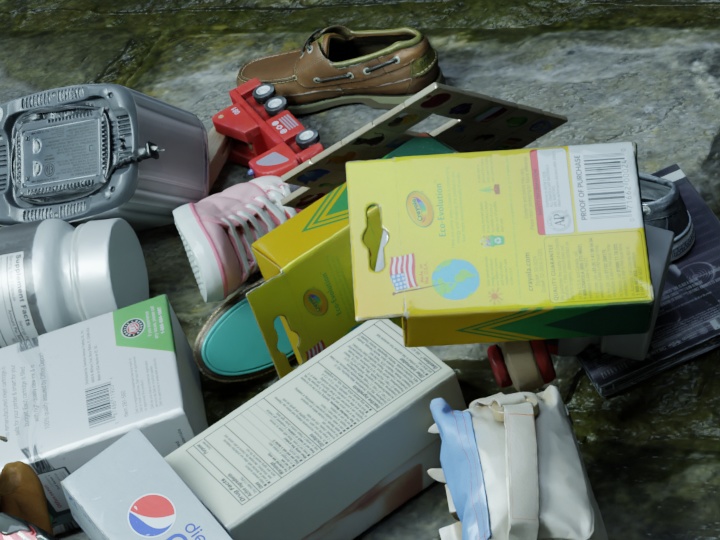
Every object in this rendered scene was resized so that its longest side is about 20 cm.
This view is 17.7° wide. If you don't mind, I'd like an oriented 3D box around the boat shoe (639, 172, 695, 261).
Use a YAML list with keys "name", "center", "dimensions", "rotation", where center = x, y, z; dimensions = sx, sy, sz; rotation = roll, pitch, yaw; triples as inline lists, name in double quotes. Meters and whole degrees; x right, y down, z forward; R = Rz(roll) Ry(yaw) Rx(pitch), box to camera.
- name: "boat shoe"
  center: [0.161, -0.057, 1.778]
  dimensions: [0.200, 0.068, 0.072]
  rotation: [14, 50, 37]

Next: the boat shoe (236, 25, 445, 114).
- name: "boat shoe"
  center: [-0.023, -0.185, 2.038]
  dimensions: [0.199, 0.068, 0.072]
  rotation: [-2, 42, 22]

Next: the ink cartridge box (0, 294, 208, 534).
- name: "ink cartridge box"
  center: [-0.222, 0.118, 1.750]
  dimensions: [0.199, 0.084, 0.146]
  rotation: [-18, 38, 3]

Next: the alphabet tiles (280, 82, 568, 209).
- name: "alphabet tiles"
  center: [0.039, -0.089, 1.819]
  dimensions: [0.200, 0.167, 0.008]
  rotation: [-29, 66, 35]

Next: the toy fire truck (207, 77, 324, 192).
- name: "toy fire truck"
  center: [-0.122, -0.102, 1.998]
  dimensions: [0.141, 0.049, 0.200]
  rotation: [-29, 40, -11]

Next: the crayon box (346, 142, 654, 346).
- name: "crayon box"
  center: [0.093, -0.018, 1.572]
  dimensions: [0.199, 0.051, 0.127]
  rotation: [-3, 62, 0]

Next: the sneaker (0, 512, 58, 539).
- name: "sneaker"
  center: [-0.192, 0.249, 1.516]
  dimensions: [0.087, 0.200, 0.074]
  rotation: [-40, 3, -9]

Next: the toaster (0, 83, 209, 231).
- name: "toaster"
  center: [-0.214, -0.091, 1.929]
  dimensions: [0.200, 0.129, 0.114]
  rotation: [-9, 80, 31]

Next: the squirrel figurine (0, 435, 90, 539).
- name: "squirrel figurine"
  center: [-0.268, 0.204, 1.585]
  dimensions: [0.141, 0.187, 0.200]
  rotation: [-8, 40, 14]

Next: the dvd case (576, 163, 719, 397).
- name: "dvd case"
  center: [0.213, 0.004, 1.751]
  dimensions: [0.148, 0.016, 0.200]
  rotation: [-24, 39, -3]

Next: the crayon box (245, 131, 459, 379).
- name: "crayon box"
  center: [0.000, 0.000, 1.760]
  dimensions: [0.200, 0.127, 0.051]
  rotation: [-33, 40, -17]

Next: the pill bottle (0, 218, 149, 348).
- name: "pill bottle"
  center: [-0.280, 0.020, 1.869]
  dimensions: [0.199, 0.114, 0.114]
  rotation: [-9, 39, 12]

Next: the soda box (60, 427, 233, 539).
- name: "soda box"
  center: [-0.117, 0.205, 1.564]
  dimensions: [0.068, 0.063, 0.200]
  rotation: [-36, 63, -18]

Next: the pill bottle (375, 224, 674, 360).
- name: "pill bottle"
  center: [0.118, -0.002, 1.665]
  dimensions: [0.199, 0.114, 0.114]
  rotation: [13, 46, 9]

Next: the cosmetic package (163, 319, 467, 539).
- name: "cosmetic package"
  center: [-0.028, 0.132, 1.646]
  dimensions: [0.200, 0.087, 0.103]
  rotation: [-32, 41, -16]

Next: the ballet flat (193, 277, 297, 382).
- name: "ballet flat"
  center: [-0.052, 0.024, 1.820]
  dimensions: [0.200, 0.071, 0.065]
  rotation: [-32, 12, -19]

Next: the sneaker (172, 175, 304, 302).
- name: "sneaker"
  center: [-0.091, -0.032, 1.838]
  dimensions: [0.104, 0.076, 0.200]
  rotation: [-18, 9, -1]

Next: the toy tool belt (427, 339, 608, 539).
- name: "toy tool belt"
  center: [0.087, 0.132, 1.564]
  dimensions: [0.123, 0.125, 0.200]
  rotation: [-18, 53, 6]
